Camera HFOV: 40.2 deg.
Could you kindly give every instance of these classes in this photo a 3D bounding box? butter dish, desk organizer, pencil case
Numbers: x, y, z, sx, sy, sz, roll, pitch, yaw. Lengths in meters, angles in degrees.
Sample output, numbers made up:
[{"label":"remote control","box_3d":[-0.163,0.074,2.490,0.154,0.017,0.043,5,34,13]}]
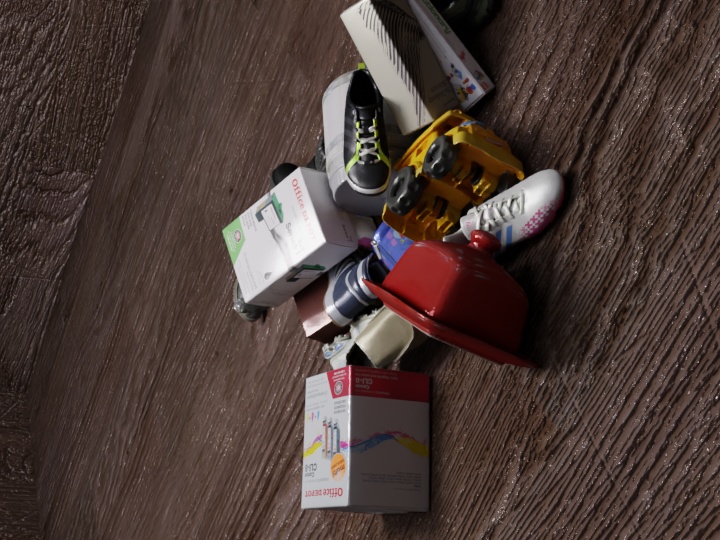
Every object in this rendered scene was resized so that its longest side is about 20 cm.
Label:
[{"label":"butter dish","box_3d":[0.135,0.018,1.277,0.200,0.198,0.149,32,98,60]},{"label":"desk organizer","box_3d":[-0.071,0.018,1.666,0.077,0.072,0.201,-33,59,24]},{"label":"pencil case","box_3d":[0.082,-0.009,1.474,0.200,0.086,0.079,-125,31,-51]}]

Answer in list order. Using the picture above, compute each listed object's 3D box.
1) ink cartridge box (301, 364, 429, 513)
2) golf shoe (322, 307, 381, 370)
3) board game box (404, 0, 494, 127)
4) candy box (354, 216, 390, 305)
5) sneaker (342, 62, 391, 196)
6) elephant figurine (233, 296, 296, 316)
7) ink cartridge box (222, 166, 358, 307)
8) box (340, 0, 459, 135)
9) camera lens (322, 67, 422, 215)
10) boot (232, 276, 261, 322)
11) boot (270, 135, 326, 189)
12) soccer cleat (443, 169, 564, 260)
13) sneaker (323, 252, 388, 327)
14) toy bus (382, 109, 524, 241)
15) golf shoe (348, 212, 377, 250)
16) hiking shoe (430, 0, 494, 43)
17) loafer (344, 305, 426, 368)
[{"label":"ink cartridge box","box_3d":[0.008,0.257,1.461,0.145,0.143,0.202,-24,61,55]},{"label":"golf shoe","box_3d":[0.018,0.126,1.585,0.200,0.078,0.098,-47,60,51]},{"label":"board game box","box_3d":[0.098,-0.316,1.484,0.201,0.035,0.126,53,140,0]},{"label":"candy box","box_3d":[0.018,-0.046,1.667,0.103,0.026,0.201,-63,32,34]},{"label":"sneaker","box_3d":[0.002,-0.209,1.445,0.083,0.071,0.202,73,-169,-70]},{"label":"elephant figurine","box_3d":[-0.137,0.002,1.749,0.155,0.198,0.143,38,114,59]},{"label":"ink cartridge box","box_3d":[-0.116,-0.053,1.606,0.199,0.084,0.147,-36,63,31]},{"label":"box","box_3d":[0.058,-0.308,1.439,0.068,0.082,0.201,-20,104,46]},{"label":"camera lens","box_3d":[0.021,-0.210,1.578,0.160,0.159,0.202,-38,49,50]},{"label":"boot","box_3d":[-0.182,-0.010,1.987,0.199,0.072,0.184,-29,58,46]},{"label":"boot","box_3d":[-0.091,-0.191,1.855,0.211,0.079,0.159,50,129,45]},{"label":"soccer cleat","box_3d":[0.187,-0.067,1.307,0.200,0.086,0.070,-46,43,44]},{"label":"sneaker","box_3d":[0.000,0.000,1.589,0.108,0.070,0.201,-38,24,23]},{"label":"toy bus","box_3d":[0.135,-0.158,1.413,0.200,0.135,0.193,-44,29,43]},{"label":"golf shoe","box_3d":[-0.015,-0.101,1.646,0.092,0.075,0.200,-66,32,15]},{"label":"hiking shoe","box_3d":[0.117,-0.379,1.516,0.200,0.100,0.076,-50,26,38]},{"label":"loafer","box_3d":[0.036,0.105,1.448,0.076,0.068,0.200,49,143,12]}]
